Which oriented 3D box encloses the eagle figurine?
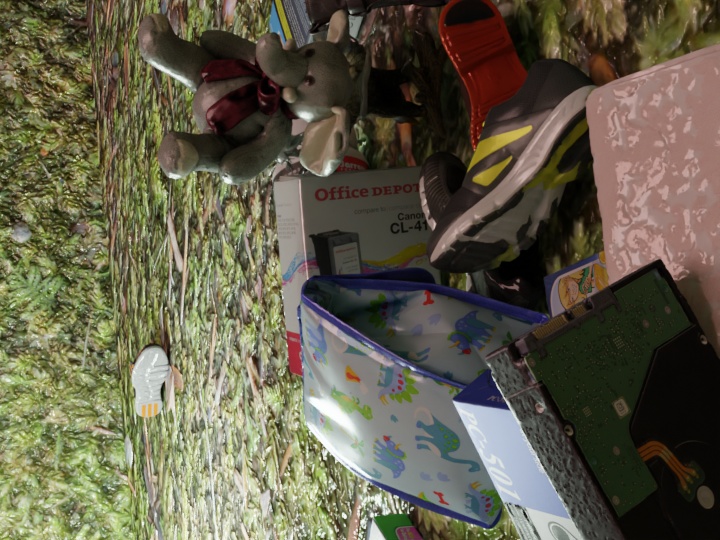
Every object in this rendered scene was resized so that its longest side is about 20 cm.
[{"bbox_3d":[0.000,-0.175,1.135,0.200,0.152,0.151,4,134,38],"label":"eagle figurine"}]

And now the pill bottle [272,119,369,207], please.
[{"bbox_3d":[-0.039,-0.071,1.279,0.114,0.114,0.200,134,131,-60],"label":"pill bottle"}]

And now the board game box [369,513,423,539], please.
[{"bbox_3d":[0.057,0.373,1.171,0.200,0.040,0.153,-132,45,-58],"label":"board game box"}]

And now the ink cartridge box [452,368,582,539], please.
[{"bbox_3d":[0.146,0.166,0.795,0.094,0.044,0.200,1,121,57],"label":"ink cartridge box"}]

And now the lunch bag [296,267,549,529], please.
[{"bbox_3d":[0.043,0.097,0.940,0.127,0.200,0.170,-58,-24,-46],"label":"lunch bag"}]

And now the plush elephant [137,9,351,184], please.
[{"bbox_3d":[-0.079,-0.163,1.026,0.155,0.200,0.165,-29,58,36],"label":"plush elephant"}]

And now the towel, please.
[{"bbox_3d":[0.221,-0.040,0.699,0.191,0.032,0.200,-17,74,54],"label":"towel"}]

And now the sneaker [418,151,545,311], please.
[{"bbox_3d":[0.112,-0.037,0.981,0.091,0.066,0.200,-59,42,49],"label":"sneaker"}]

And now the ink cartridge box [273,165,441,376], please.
[{"bbox_3d":[0.000,0.000,1.126,0.086,0.147,0.200,-170,74,-68],"label":"ink cartridge box"}]

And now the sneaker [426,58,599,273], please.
[{"bbox_3d":[0.120,-0.080,0.894,0.200,0.074,0.085,-47,47,24],"label":"sneaker"}]

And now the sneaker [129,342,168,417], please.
[{"bbox_3d":[-0.454,0.206,2.371,0.112,0.078,0.200,-116,32,-44],"label":"sneaker"}]

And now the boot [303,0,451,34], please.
[{"bbox_3d":[0.017,-0.323,1.045,0.069,0.174,0.200,-20,-69,-70],"label":"boot"}]

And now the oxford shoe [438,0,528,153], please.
[{"bbox_3d":[0.125,-0.136,0.964,0.073,0.071,0.200,41,-147,-74],"label":"oxford shoe"}]

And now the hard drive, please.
[{"bbox_3d":[0.172,0.107,0.652,0.038,0.140,0.200,-35,83,54],"label":"hard drive"}]

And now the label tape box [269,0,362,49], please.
[{"bbox_3d":[-0.050,-0.326,1.357,0.200,0.066,0.143,111,149,-49],"label":"label tape box"}]

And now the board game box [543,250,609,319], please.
[{"bbox_3d":[0.195,0.085,0.818,0.135,0.034,0.200,146,120,-64],"label":"board game box"}]
